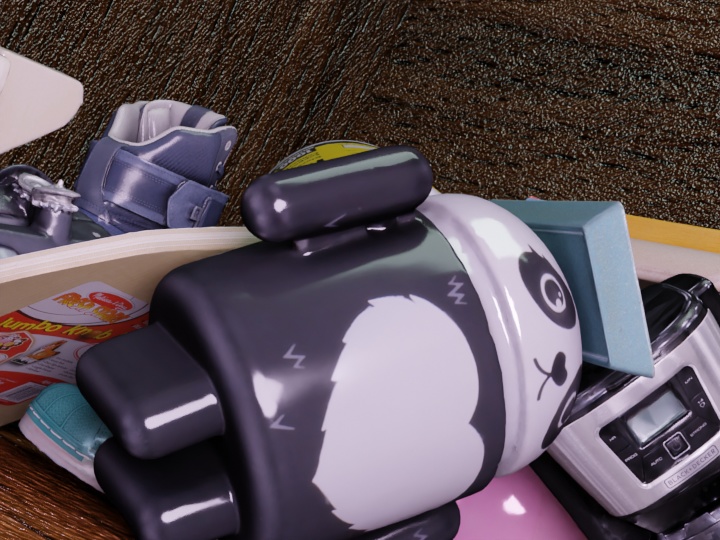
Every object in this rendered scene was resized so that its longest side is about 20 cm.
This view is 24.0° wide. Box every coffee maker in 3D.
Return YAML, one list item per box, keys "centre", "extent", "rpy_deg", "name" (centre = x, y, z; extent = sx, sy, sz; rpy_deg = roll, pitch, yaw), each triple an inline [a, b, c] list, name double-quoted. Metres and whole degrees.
- centre: [0.158, 0.116, 0.794]
  extent: [0.201, 0.134, 0.192]
  rpy_deg: [55, -20, 0]
  name: "coffee maker"

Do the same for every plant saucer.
- centre: [0.083, 0.005, 0.747]
  extent: [0.019, 0.071, 0.200]
  rpy_deg: [-13, 5, -10]
  name: "plant saucer"

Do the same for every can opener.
- centre: [-0.188, -0.016, 0.722]
  extent: [0.063, 0.079, 0.199]
  rpy_deg: [30, 10, 39]
  name: "can opener"

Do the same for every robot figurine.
- centre: [-0.007, 0.043, 0.670]
  extent: [0.198, 0.126, 0.151]
  rpy_deg: [-17, -24, -22]
  name: "robot figurine"

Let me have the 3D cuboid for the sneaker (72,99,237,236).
- centre: [-0.092, -0.012, 0.957]
  extent: [0.076, 0.148, 0.202]
  rpy_deg: [15, -7, 33]
  name: "sneaker"

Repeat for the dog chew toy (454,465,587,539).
- centre: [0.028, 0.111, 0.881]
  extent: [0.198, 0.126, 0.124]
  rpy_deg: [15, -3, -13]
  name: "dog chew toy"

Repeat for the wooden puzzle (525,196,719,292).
- centre: [0.173, -0.001, 0.935]
  extent: [0.184, 0.038, 0.199]
  rpy_deg: [13, -3, 40]
  name: "wooden puzzle"

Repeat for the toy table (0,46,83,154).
- centre: [-0.232, -0.070, 0.819]
  extent: [0.183, 0.118, 0.199]
  rpy_deg: [28, 5, 39]
  name: "toy table"

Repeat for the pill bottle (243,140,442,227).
- centre: [0.000, 0.000, 0.848]
  extent: [0.112, 0.113, 0.200]
  rpy_deg: [24, 6, -11]
  name: "pill bottle"

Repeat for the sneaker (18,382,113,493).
- centre: [-0.051, 0.082, 0.763]
  extent: [0.199, 0.081, 0.071]
  rpy_deg: [24, -2, -14]
  name: "sneaker"

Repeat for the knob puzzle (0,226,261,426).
- centre: [-0.118, 0.013, 0.733]
  extent: [0.218, 0.031, 0.220]
  rpy_deg: [-15, -17, -5]
  name: "knob puzzle"

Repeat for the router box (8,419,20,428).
- centre: [-0.151, 0.071, 0.958]
  extent: [0.148, 0.051, 0.200]
  rpy_deg: [22, -3, 13]
  name: "router box"
